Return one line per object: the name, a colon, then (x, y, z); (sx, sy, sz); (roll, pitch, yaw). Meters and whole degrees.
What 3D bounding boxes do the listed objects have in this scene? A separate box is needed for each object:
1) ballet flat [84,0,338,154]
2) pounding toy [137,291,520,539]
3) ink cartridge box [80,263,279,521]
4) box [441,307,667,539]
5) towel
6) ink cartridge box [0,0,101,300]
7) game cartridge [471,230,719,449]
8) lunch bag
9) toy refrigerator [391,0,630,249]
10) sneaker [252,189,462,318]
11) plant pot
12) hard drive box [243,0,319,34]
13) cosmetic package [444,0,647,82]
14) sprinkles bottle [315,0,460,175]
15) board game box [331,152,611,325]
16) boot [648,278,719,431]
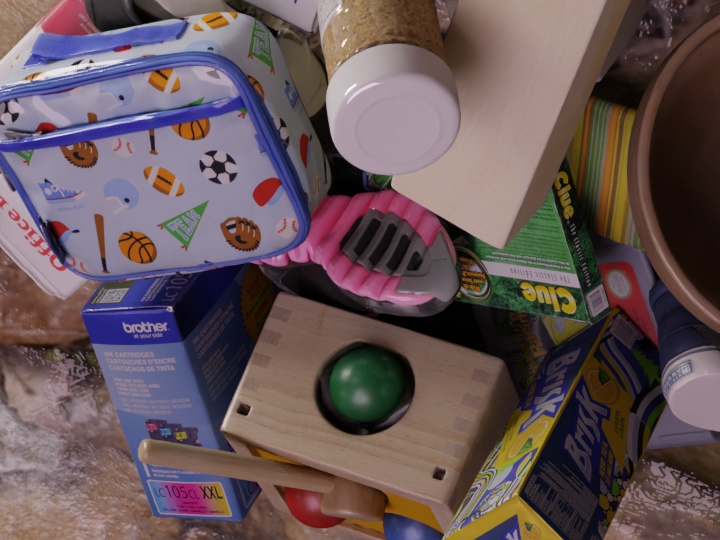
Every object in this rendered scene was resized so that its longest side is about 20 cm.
ballet flat: (-0.077, -0.130, 1.428); (0.199, 0.068, 0.068); (27, 158, -22)
pounding toy: (-0.009, 0.113, 1.476); (0.183, 0.143, 0.200); (16, 161, 19)
ink cartridge box: (-0.110, 0.048, 1.554); (0.076, 0.137, 0.201); (-3, 120, 26)
box: (0.123, 0.110, 1.399); (0.064, 0.200, 0.070); (47, 128, -8)
towel: (0.103, -0.082, 1.415); (0.199, 0.018, 0.086); (23, 125, 29)
ink cartridge box: (-0.176, -0.093, 1.526); (0.146, 0.085, 0.200); (46, 127, -9)
game cartridge: (0.142, 0.032, 1.490); (0.133, 0.041, 0.201); (-7, 118, 34)
lunch bag: (-0.128, -0.075, 1.405); (0.199, 0.076, 0.161); (-8, 126, 26)
toy refrigerator: (0.090, -0.118, 1.263); (0.076, 0.070, 0.201); (29, 128, 12)
sneaker: (0.000, 0.000, 1.481); (0.200, 0.079, 0.096); (19, 150, 48)
plant pot: (0.240, -0.051, 1.323); (0.201, 0.201, 0.093); (40, 171, -4)
hard drive box: (-0.081, -0.257, 1.375); (0.199, 0.077, 0.156); (28, 129, 7)
cosmetic package: (0.090, -0.213, 1.306); (0.087, 0.103, 0.201); (-2, 119, 26)
sprinkles bottle: (0.009, -0.139, 1.250); (0.068, 0.201, 0.068); (-4, 133, -4)
board game box: (0.065, -0.027, 1.442); (0.200, 0.023, 0.105); (10, 123, 49)
boot: (0.267, 0.063, 1.433); (0.199, 0.091, 0.073); (22, 132, -27)
